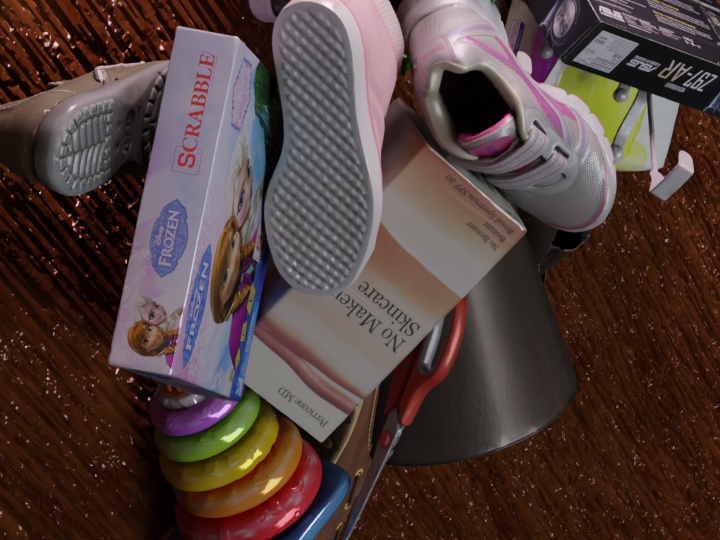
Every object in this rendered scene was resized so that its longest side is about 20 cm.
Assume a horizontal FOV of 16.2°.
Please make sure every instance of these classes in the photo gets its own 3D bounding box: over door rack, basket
[{"bbox_3d":[0.140,-0.122,1.751,0.147,0.200,0.067,29,111,-16],"label":"over door rack"},{"bbox_3d":[0.056,0.015,1.803,0.180,0.136,0.201,-18,120,-11],"label":"basket"}]

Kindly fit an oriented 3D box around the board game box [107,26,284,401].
[{"bbox_3d":[-0.091,-0.028,1.532,0.200,0.041,0.201,35,65,-79],"label":"board game box"}]

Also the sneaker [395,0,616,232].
[{"bbox_3d":[0.090,-0.088,1.611,0.200,0.081,0.088,45,29,-24],"label":"sneaker"}]

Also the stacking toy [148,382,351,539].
[{"bbox_3d":[-0.102,0.100,1.680,0.110,0.116,0.200,-51,128,-33],"label":"stacking toy"}]

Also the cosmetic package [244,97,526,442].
[{"bbox_3d":[0.000,0.000,1.666,0.103,0.087,0.200,37,103,-25],"label":"cosmetic package"}]

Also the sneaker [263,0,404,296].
[{"bbox_3d":[-0.011,-0.090,1.584,0.105,0.075,0.201,-53,147,-59],"label":"sneaker"}]

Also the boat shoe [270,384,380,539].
[{"bbox_3d":[-0.028,0.131,1.795,0.067,0.072,0.201,-6,121,-50],"label":"boat shoe"}]

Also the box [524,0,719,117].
[{"bbox_3d":[0.181,-0.197,1.776,0.200,0.161,0.044,12,132,-47],"label":"box"}]

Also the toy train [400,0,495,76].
[{"bbox_3d":[0.068,-0.181,1.669,0.200,0.042,0.057,120,-10,-66],"label":"toy train"}]

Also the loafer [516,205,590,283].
[{"bbox_3d":[0.135,-0.025,1.891,0.200,0.071,0.073,87,16,-65],"label":"loafer"}]

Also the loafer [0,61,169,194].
[{"bbox_3d":[-0.157,-0.092,1.507,0.200,0.069,0.076,-18,119,-67],"label":"loafer"}]

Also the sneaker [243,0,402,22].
[{"bbox_3d":[0.018,-0.194,1.677,0.200,0.090,0.067,-23,125,-46],"label":"sneaker"}]

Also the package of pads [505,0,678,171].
[{"bbox_3d":[0.181,-0.155,1.936,0.200,0.068,0.155,0,107,-53],"label":"package of pads"}]

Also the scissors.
[{"bbox_3d":[0.026,0.103,1.688,0.014,0.073,0.201,19,84,-37],"label":"scissors"}]
